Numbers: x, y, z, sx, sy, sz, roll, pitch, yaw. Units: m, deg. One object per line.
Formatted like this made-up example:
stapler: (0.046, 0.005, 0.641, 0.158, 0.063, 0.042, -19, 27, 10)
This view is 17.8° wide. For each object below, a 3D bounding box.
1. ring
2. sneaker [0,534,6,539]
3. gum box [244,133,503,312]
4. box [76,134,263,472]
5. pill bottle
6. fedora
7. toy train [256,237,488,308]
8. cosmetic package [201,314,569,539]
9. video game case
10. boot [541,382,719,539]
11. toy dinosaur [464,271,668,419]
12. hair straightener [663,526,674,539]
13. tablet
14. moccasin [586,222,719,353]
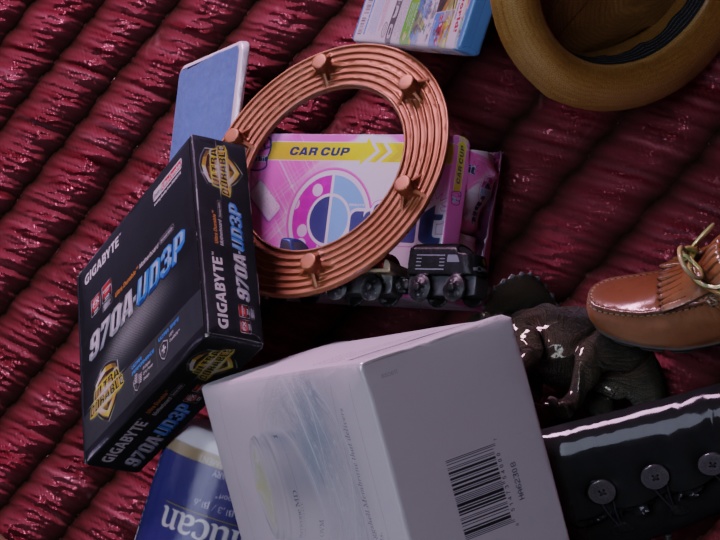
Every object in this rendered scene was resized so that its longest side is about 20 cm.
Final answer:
ring: (-0.029, -0.074, 1.593, 0.200, 0.019, 0.201, -17, 54, 24)
sneaker: (-0.351, 0.277, 1.807, 0.090, 0.067, 0.201, 32, 102, 30)
gum box: (0.004, -0.035, 1.626, 0.199, 0.066, 0.114, 3, 83, 35)
box: (-0.136, 0.026, 1.596, 0.200, 0.046, 0.160, -45, 43, 46)
pill bottle: (-0.110, 0.213, 1.624, 0.111, 0.111, 0.201, 17, 90, 37)
fedora: (0.162, -0.205, 1.510, 0.201, 0.200, 0.082, -69, 23, 3)
toy train: (0.000, 0.000, 1.560, 0.199, 0.034, 0.046, 0, 79, 35)
cosmetic package: (0.017, 0.146, 1.459, 0.200, 0.123, 0.200, -12, 93, 57)
video game case: (0.057, -0.222, 1.599, 0.200, 0.018, 0.144, 19, 90, 68)
boot: (0.194, 0.083, 1.413, 0.199, 0.066, 0.165, -17, 109, 25)
toy dinosaur: (0.143, 0.058, 1.500, 0.199, 0.077, 0.102, 17, 57, 24)
hair straightener: (0.126, 0.209, 1.501, 0.200, 0.041, 0.077, -39, 60, 22)
tablet: (-0.119, -0.065, 1.721, 0.130, 0.014, 0.201, -11, 72, 64)
moccasin: (0.233, 0.004, 1.438, 0.201, 0.074, 0.078, -6, 121, 35)
